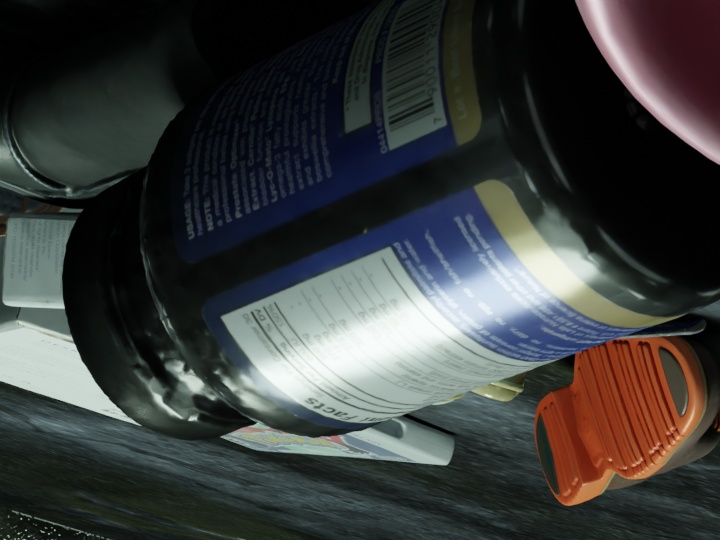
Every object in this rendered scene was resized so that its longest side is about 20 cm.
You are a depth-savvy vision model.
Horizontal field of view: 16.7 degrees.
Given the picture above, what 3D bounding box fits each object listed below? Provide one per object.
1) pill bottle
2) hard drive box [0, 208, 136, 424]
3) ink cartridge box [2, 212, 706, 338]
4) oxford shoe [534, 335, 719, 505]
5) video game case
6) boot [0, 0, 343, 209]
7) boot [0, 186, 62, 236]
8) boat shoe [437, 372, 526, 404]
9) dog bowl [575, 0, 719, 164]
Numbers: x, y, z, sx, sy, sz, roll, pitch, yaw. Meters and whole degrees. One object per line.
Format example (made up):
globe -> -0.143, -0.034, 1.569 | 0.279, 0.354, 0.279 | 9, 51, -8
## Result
pill bottle -> 0.009, -0.017, 0.696 | 0.112, 0.112, 0.200 | 24, 147, -39
hard drive box -> -0.119, 0.022, 1.211 | 0.156, 0.077, 0.200 | 19, 167, -23
ink cartridge box -> 0.000, 0.000, 0.943 | 0.200, 0.041, 0.199 | 5, -177, 38
oxford shoe -> 0.142, 0.063, 1.176 | 0.072, 0.071, 0.200 | -12, 170, -14
video game case -> -0.069, 0.088, 1.582 | 0.182, 0.023, 0.200 | 24, 164, -39
boot -> -0.099, -0.063, 0.829 | 0.165, 0.066, 0.200 | 12, 174, -35
boot -> -0.217, -0.069, 0.986 | 0.200, 0.075, 0.097 | 19, -176, -21
boat shoe -> 0.033, 0.037, 1.138 | 0.073, 0.063, 0.201 | 18, 167, -18
dog bowl -> 0.118, -0.074, 0.390 | 0.200, 0.074, 0.200 | 7, 151, 4
